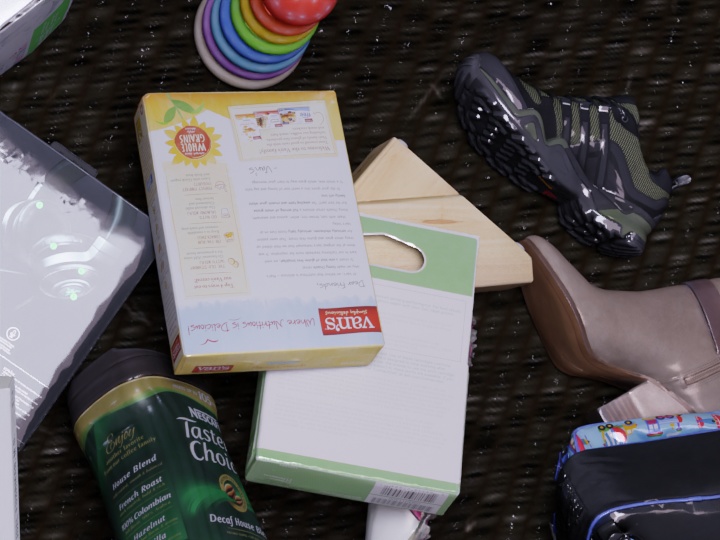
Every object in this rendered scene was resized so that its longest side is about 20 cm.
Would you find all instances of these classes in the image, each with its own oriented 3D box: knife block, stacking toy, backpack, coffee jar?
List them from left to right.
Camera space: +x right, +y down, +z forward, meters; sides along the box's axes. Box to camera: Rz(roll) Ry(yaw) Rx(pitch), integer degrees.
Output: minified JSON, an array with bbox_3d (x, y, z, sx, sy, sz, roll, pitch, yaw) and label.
[{"bbox_3d":[-0.128,0.149,1.439,0.085,0.104,0.200,-38,57,20],"label":"coffee jar"},{"bbox_3d":[-0.061,-0.185,1.475,0.085,0.200,0.086,1,84,-13],"label":"stacking toy"},{"bbox_3d":[0.000,0.000,1.543,0.200,0.064,0.176,41,78,-7],"label":"knife block"},{"bbox_3d":[0.228,0.220,1.539,0.182,0.135,0.200,-8,120,-12],"label":"backpack"}]

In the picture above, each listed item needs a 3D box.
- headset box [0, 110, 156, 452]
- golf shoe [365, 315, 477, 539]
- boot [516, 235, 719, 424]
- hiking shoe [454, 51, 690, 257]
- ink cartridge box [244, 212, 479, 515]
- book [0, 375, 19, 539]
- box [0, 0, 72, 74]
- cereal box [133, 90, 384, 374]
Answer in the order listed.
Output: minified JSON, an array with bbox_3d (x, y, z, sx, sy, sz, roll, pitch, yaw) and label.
[{"bbox_3d":[-0.253,-0.002,1.466,0.174,0.093,0.200,35,78,-8],"label":"headset box"},{"bbox_3d":[0.022,0.119,1.534,0.092,0.073,0.200,13,77,-10],"label":"golf shoe"},{"bbox_3d":[0.217,0.041,1.594,0.146,0.070,0.200,-25,94,-19],"label":"boot"},{"bbox_3d":[0.156,-0.104,1.594,0.200,0.076,0.101,44,68,-15],"label":"hiking shoe"},{"bbox_3d":[0.004,0.060,1.482,0.145,0.048,0.200,11,62,-9],"label":"ink cartridge box"},{"bbox_3d":[-0.294,0.168,1.413,0.133,0.048,0.200,0,106,0],"label":"book"},{"bbox_3d":[-0.281,-0.227,1.427,0.097,0.200,0.177,-43,94,-14],"label":"box"},{"bbox_3d":[-0.071,-0.028,1.453,0.144,0.040,0.200,-2,66,-20],"label":"cereal box"}]
